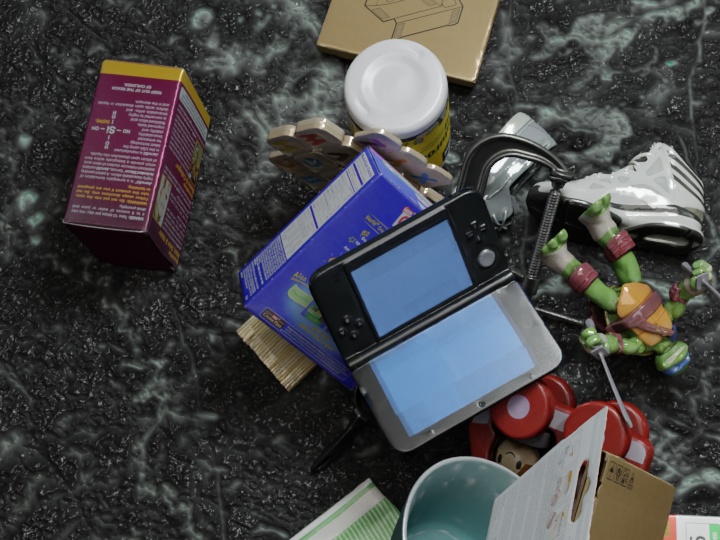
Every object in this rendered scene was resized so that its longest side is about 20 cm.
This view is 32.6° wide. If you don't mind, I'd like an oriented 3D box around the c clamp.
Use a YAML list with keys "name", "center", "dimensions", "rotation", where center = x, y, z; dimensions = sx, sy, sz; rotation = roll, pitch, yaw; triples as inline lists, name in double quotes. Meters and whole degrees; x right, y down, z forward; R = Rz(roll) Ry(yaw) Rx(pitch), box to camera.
- name: "c clamp"
  center: [0.177, -0.047, 1.342]
  dimensions: [0.168, 0.027, 0.203]
  rotation: [9, 111, 5]

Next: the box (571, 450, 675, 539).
- name: "box"
  center: [0.238, 0.265, 1.155]
  dimensions: [0.021, 0.199, 0.166]
  rotation: [12, 80, 34]

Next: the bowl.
- name: "bowl"
  center: [0.101, 0.296, 1.204]
  dimensions: [0.199, 0.105, 0.203]
  rotation: [17, 52, -23]

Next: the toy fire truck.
- name: "toy fire truck"
  center: [0.198, 0.202, 1.268]
  dimensions: [0.198, 0.112, 0.170]
  rotation: [19, 93, 25]

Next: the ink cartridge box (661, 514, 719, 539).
- name: "ink cartridge box"
  center: [0.326, 0.306, 1.251]
  dimensions: [0.197, 0.050, 0.111]
  rotation: [2, 72, 6]

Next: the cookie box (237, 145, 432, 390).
- name: "cookie box"
  center: [0.000, 0.000, 1.290]
  dimensions: [0.200, 0.171, 0.075]
  rotation: [-43, 31, 13]

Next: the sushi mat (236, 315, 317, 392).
- name: "sushi mat"
  center: [-0.040, 0.035, 1.397]
  dimensions: [0.200, 0.012, 0.096]
  rotation: [-43, 72, -9]

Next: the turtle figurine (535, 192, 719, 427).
- name: "turtle figurine"
  center: [0.281, 0.022, 1.255]
  dimensions: [0.144, 0.200, 0.195]
  rotation: [-42, 83, 22]

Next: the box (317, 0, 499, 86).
- name: "box"
  center: [0.064, -0.318, 1.493]
  dimensions: [0.197, 0.021, 0.165]
  rotation: [15, 73, 11]

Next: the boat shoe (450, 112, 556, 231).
- name: "boat shoe"
  center: [0.150, -0.085, 1.388]
  dimensions: [0.071, 0.070, 0.202]
  rotation: [35, 80, 12]

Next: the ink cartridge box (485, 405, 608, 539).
- name: "ink cartridge box"
  center: [0.168, 0.234, 1.081]
  dimensions: [0.050, 0.200, 0.163]
  rotation: [29, 47, -10]

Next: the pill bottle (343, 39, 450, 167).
- name: "pill bottle"
  center: [0.044, -0.159, 1.355]
  dimensions: [0.110, 0.200, 0.113]
  rotation: [-2, 72, 5]

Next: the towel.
- name: "towel"
  center: [0.014, 0.339, 1.285]
  dimensions: [0.152, 0.023, 0.201]
  rotation: [-37, 72, -8]

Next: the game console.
- name: "game console"
  center: [0.075, 0.048, 1.217]
  dimensions: [0.198, 0.172, 0.118]
  rotation: [-29, 32, -6]

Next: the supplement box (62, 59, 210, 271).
- name: "supplement box"
  center: [-0.251, -0.118, 1.408]
  dimensions: [0.102, 0.131, 0.203]
  rotation: [7, 72, 9]

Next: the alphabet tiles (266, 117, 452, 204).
- name: "alphabet tiles"
  center: [-0.003, -0.108, 1.337]
  dimensions: [0.194, 0.199, 0.015]
  rotation: [-5, 63, 48]

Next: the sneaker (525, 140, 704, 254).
- name: "sneaker"
  center: [0.290, -0.092, 1.388]
  dimensions: [0.198, 0.076, 0.117]
  rotation: [12, 61, 5]

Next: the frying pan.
- name: "frying pan"
  center: [0.028, 0.146, 1.333]
  dimensions: [0.114, 0.191, 0.031]
  rotation: [10, 34, -33]
